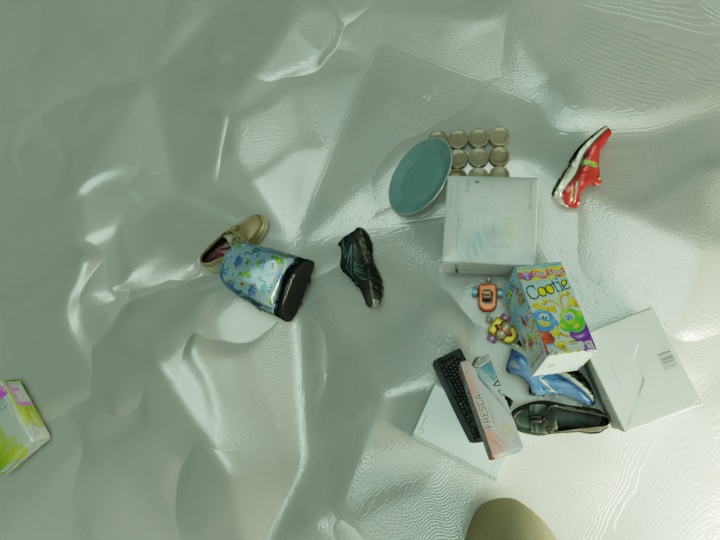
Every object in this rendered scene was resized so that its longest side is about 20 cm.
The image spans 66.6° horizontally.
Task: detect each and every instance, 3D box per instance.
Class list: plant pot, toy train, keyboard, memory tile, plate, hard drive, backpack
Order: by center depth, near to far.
[{"bbox_3d":[0.287,0.532,1.073,0.199,0.201,0.135,-16,40,8],"label":"plant pot"},{"bbox_3d":[0.252,0.262,1.191,0.126,0.021,0.201,-22,65,-6],"label":"keyboard"},{"bbox_3d":[0.228,0.348,1.192,0.199,0.027,0.133,24,83,16],"label":"hard drive"},{"bbox_3d":[0.343,0.089,1.209,0.198,0.056,0.151,5,79,13],"label":"toy train"},{"bbox_3d":[0.144,-0.218,1.289,0.200,0.025,0.201,-30,48,39],"label":"plate"},{"bbox_3d":[-0.238,0.012,1.317,0.199,0.154,0.164,24,90,29],"label":"backpack"},{"bbox_3d":[0.260,-0.270,1.326,0.198,0.017,0.155,0,78,11],"label":"memory tile"}]

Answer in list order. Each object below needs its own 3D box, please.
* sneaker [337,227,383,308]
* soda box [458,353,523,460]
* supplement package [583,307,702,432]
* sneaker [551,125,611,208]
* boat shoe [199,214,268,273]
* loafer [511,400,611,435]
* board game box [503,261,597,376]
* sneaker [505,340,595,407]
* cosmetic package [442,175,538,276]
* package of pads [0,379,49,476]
[{"bbox_3d":[0.000,0.000,1.303,0.079,0.075,0.201,-21,68,21],"label":"sneaker"},{"bbox_3d":[0.266,0.282,1.135,0.068,0.064,0.201,-16,65,-1],"label":"soda box"},{"bbox_3d":[0.551,0.201,1.112,0.155,0.111,0.201,-22,75,7],"label":"supplement package"},{"bbox_3d":[0.515,-0.230,1.243,0.085,0.077,0.201,33,93,5],"label":"sneaker"},{"bbox_3d":[-0.319,-0.070,1.378,0.200,0.066,0.074,-43,73,0],"label":"boat shoe"},{"bbox_3d":[0.413,0.305,1.133,0.198,0.063,0.072,-1,74,4],"label":"loafer"},{"bbox_3d":[0.380,0.097,1.115,0.102,0.105,0.201,-7,59,-6],"label":"board game box"},{"bbox_3d":[0.401,0.233,1.165,0.199,0.079,0.090,30,108,11],"label":"sneaker"},{"bbox_3d":[0.289,-0.097,1.228,0.198,0.123,0.201,3,78,11],"label":"cosmetic package"},{"bbox_3d":[-0.903,0.397,1.400,0.154,0.068,0.200,-40,74,3],"label":"package of pads"}]
